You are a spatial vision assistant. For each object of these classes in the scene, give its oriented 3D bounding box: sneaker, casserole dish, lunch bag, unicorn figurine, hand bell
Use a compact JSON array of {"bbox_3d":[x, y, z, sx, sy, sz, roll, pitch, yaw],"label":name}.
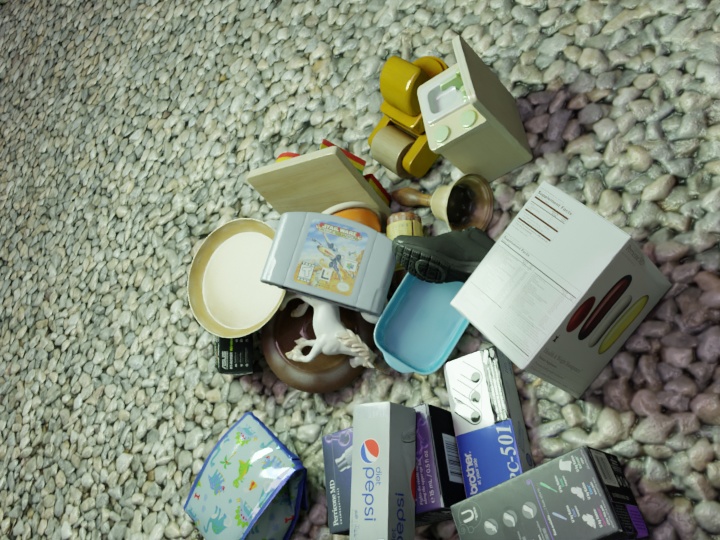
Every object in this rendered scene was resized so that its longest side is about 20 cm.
[{"bbox_3d":[0.145,-0.026,1.130,0.076,0.198,0.092,115,169,-63],"label":"sneaker"},{"bbox_3d":[0.104,0.069,1.152,0.121,0.039,0.201,31,78,10],"label":"casserole dish"},{"bbox_3d":[-0.180,0.362,1.239,0.170,0.127,0.201,33,103,42],"label":"lunch bag"},{"bbox_3d":[-0.054,0.095,1.195,0.136,0.074,0.202,-16,94,22],"label":"unicorn figurine"},{"bbox_3d":[0.115,-0.116,1.246,0.199,0.104,0.105,17,82,53],"label":"hand bell"}]

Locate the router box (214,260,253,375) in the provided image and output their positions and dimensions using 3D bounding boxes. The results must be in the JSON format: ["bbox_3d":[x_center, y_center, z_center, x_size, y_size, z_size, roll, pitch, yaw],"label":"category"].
[{"bbox_3d":[-0.232,0.082,1.357,0.150,0.061,0.202,168,102,-76],"label":"router box"}]

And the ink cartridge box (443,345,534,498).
[{"bbox_3d":[0.182,0.217,1.066,0.094,0.044,0.202,-25,58,31],"label":"ink cartridge box"}]

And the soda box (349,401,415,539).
[{"bbox_3d":[0.031,0.282,1.003,0.063,0.068,0.202,-13,65,35],"label":"soda box"}]

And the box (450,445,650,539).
[{"bbox_3d":[0.234,0.311,0.933,0.199,0.122,0.107,-33,55,23],"label":"box"}]

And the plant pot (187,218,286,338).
[{"bbox_3d":[-0.198,0.014,1.238,0.198,0.027,0.202,-7,73,25],"label":"plant pot"}]

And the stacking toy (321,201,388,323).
[{"bbox_3d":[0.000,0.000,1.228,0.146,0.146,0.201,-40,55,18],"label":"stacking toy"}]

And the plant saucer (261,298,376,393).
[{"bbox_3d":[-0.072,0.103,1.256,0.198,0.037,0.202,-1,75,4],"label":"plant saucer"}]

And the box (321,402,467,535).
[{"bbox_3d":[0.052,0.297,1.096,0.199,0.104,0.149,-25,58,28],"label":"box"}]

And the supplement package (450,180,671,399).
[{"bbox_3d":[0.265,0.031,0.980,0.201,0.191,0.147,-53,50,8],"label":"supplement package"}]

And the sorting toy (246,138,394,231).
[{"bbox_3d":[-0.060,-0.144,1.316,0.199,0.199,0.070,-9,50,35],"label":"sorting toy"}]

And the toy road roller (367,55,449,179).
[{"bbox_3d":[0.081,-0.275,1.284,0.123,0.146,0.201,39,97,42],"label":"toy road roller"}]

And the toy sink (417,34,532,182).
[{"bbox_3d":[0.166,-0.242,1.168,0.111,0.199,0.131,-26,58,27],"label":"toy sink"}]

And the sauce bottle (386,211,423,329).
[{"bbox_3d":[0.074,0.005,1.226,0.066,0.066,0.202,-16,61,33],"label":"sauce bottle"}]

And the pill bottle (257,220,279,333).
[{"bbox_3d":[-0.152,0.012,1.377,0.104,0.104,0.202,-25,58,28],"label":"pill bottle"}]

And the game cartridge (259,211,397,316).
[{"bbox_3d":[-0.045,-0.018,1.170,0.198,0.042,0.134,15,80,6],"label":"game cartridge"}]
